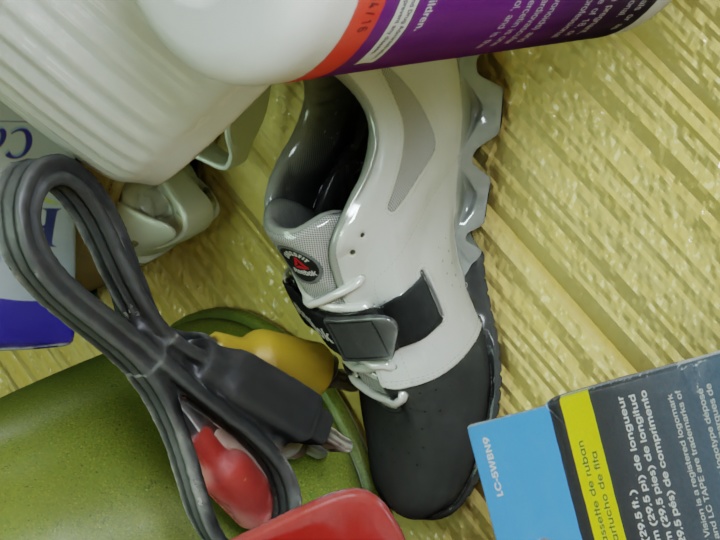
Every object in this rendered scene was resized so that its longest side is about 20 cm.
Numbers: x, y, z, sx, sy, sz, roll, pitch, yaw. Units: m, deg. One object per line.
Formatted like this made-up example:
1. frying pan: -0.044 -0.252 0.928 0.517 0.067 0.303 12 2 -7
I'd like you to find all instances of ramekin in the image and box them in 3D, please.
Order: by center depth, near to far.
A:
1. ramekin: -0.056 -0.122 0.926 0.105 0.200 0.200 44 142 -9

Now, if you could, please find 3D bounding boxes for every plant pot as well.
1. plant pot: -0.120 0.129 1.073 0.200 0.192 0.201 17 112 50

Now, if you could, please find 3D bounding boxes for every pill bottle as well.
1. pill bottle: 0.030 -0.121 0.802 0.112 0.199 0.113 17 112 50

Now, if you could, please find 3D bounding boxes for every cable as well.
1. cable: -0.073 0.039 0.965 0.050 0.200 0.098 -1 61 48

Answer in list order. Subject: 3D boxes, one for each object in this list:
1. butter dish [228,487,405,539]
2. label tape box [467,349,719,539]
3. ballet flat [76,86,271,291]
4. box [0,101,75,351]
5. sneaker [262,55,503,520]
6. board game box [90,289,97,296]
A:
1. butter dish: 0.005 0.186 0.901 0.148 0.199 0.201 -18 94 51
2. label tape box: 0.133 0.094 0.834 0.200 0.063 0.145 -19 84 53
3. ballet flat: -0.080 -0.049 1.084 0.063 0.069 0.200 42 133 19
4. box: -0.195 -0.068 1.119 0.184 0.104 0.201 -179 88 -67
5. sneaker: 0.000 0.000 0.970 0.074 0.088 0.201 15 112 49
6. board game box: -0.146 -0.084 1.198 0.105 0.023 0.201 34 125 47
